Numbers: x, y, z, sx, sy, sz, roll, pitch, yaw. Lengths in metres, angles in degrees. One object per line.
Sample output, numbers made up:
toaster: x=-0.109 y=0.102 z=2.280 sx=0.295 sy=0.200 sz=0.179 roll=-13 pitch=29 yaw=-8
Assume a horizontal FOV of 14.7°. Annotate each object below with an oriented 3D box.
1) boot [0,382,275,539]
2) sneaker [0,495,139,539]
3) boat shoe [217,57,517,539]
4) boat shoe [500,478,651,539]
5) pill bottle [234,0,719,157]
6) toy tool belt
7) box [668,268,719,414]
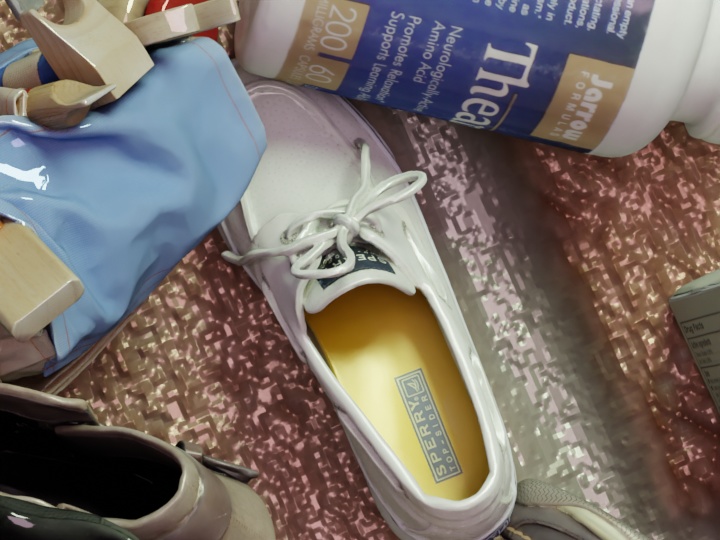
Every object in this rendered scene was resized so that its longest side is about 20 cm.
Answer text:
boot: x=-0.121 y=0.078 z=0.931 sx=0.199 sy=0.146 sz=0.071 roll=6 pitch=66 yaw=13
sneaker: x=-0.069 y=0.123 z=0.841 sx=0.199 sy=0.090 sz=0.067 roll=32 pitch=62 yaw=-13
boat shoe: x=-0.004 y=0.003 z=0.989 sx=0.074 sy=0.086 sz=0.203 roll=-22 pitch=74 yaw=-6
boat shoe: x=0.118 y=0.159 z=1.016 sx=0.200 sy=0.074 sz=0.073 roll=43 pitch=84 yaw=1
pill bottle: x=0.062 y=-0.103 z=1.007 sx=0.199 sy=0.111 sz=0.112 roll=12 pitch=84 yaw=-9
toy tool belt: x=-0.087 y=-0.040 z=0.948 sx=0.200 sy=0.123 sz=0.125 roll=-49 pitch=120 yaw=-35
box: x=0.196 y=0.081 z=1.021 sx=0.077 sy=0.095 sz=0.201 roll=-24 pitch=90 yaw=-9
